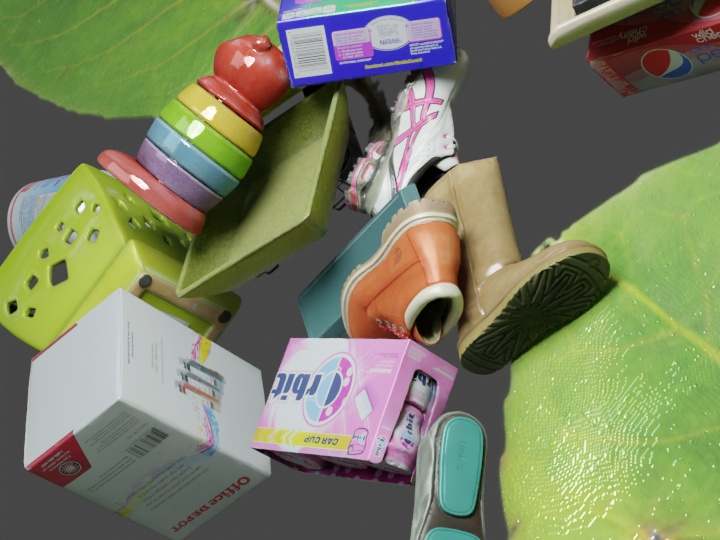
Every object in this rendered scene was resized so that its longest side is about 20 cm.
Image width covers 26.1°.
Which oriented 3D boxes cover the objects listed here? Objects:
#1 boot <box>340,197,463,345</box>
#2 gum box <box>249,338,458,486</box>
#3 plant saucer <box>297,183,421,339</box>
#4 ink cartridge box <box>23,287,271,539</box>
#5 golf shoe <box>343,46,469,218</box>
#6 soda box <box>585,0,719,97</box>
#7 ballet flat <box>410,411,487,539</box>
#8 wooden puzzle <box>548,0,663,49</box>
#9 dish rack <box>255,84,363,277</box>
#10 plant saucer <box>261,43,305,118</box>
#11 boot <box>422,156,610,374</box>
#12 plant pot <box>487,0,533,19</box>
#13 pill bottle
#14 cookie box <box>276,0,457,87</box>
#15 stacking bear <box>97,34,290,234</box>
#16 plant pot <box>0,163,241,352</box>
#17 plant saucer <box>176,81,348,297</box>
[{"bbox_3d":[0.038,0.035,1.405,0.200,0.074,0.108,119,146,-51],"label":"boot"},{"bbox_3d":[-0.005,0.127,1.421,0.199,0.066,0.114,-3,61,53],"label":"gum box"},{"bbox_3d":[0.000,0.000,1.508,0.200,0.019,0.070,-45,52,38],"label":"plant saucer"},{"bbox_3d":[-0.209,0.148,1.546,0.145,0.200,0.145,-36,39,26],"label":"ink cartridge box"},{"bbox_3d":[0.067,-0.130,1.544,0.092,0.073,0.201,24,76,21],"label":"golf shoe"},{"bbox_3d":[0.292,-0.213,1.332,0.199,0.063,0.071,-11,57,44],"label":"soda box"},{"bbox_3d":[0.071,0.217,1.298,0.064,0.067,0.201,128,155,-58],"label":"ballet flat"},{"bbox_3d":[0.246,-0.262,1.333,0.184,0.037,0.200,-23,17,18],"label":"wooden puzzle"},{"bbox_3d":[-0.079,-0.095,1.688,0.200,0.054,0.154,-42,39,22],"label":"dish rack"},{"bbox_3d":[-0.115,-0.195,1.696,0.199,0.048,0.200,-35,10,10],"label":"plant saucer"},{"bbox_3d":[0.129,-0.031,1.389,0.175,0.066,0.201,-39,40,28],"label":"boot"},{"bbox_3d":[0.161,-0.355,1.455,0.200,0.140,0.200,-44,8,8],"label":"plant pot"},{"bbox_3d":[-0.346,-0.067,1.932,0.199,0.108,0.110,-6,60,46],"label":"pill bottle"},{"bbox_3d":[0.010,-0.269,1.577,0.170,0.076,0.200,-7,30,6],"label":"cookie box"},{"bbox_3d":[-0.147,-0.147,1.552,0.114,0.121,0.201,38,92,29],"label":"stacking bear"},{"bbox_3d":[-0.260,0.036,1.695,0.200,0.199,0.181,-52,43,7],"label":"plant pot"},{"bbox_3d":[-0.087,-0.072,1.562,0.199,0.048,0.201,-29,36,37],"label":"plant saucer"}]
